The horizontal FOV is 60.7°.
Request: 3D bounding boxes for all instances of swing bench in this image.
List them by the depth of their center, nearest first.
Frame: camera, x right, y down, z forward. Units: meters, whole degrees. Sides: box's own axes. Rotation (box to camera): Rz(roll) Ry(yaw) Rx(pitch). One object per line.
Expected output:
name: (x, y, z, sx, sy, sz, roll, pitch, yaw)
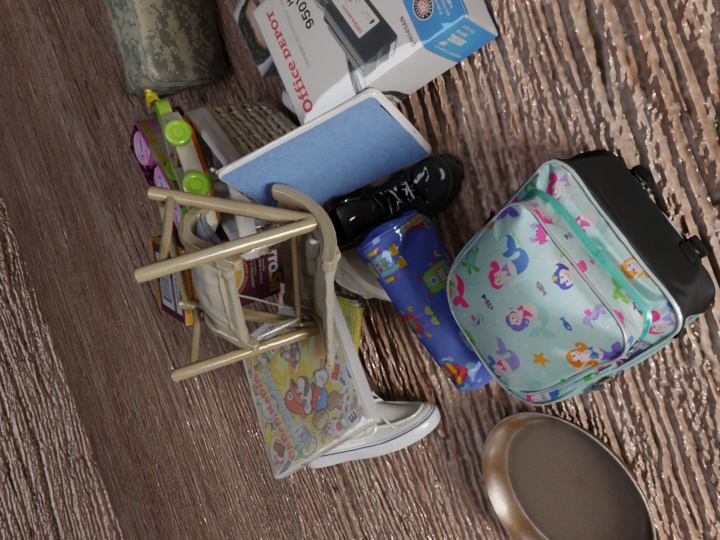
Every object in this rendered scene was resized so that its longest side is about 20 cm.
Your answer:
swing bench: (-0.125, 0.016, 0.690, 0.200, 0.199, 0.130, 94, 170, -48)

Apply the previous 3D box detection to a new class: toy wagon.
toy wagon: (-0.234, -0.146, 0.810, 0.201, 0.039, 0.155, 71, 161, 3)

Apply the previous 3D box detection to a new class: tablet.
tablet: (-0.037, -0.115, 0.653, 0.199, 0.130, 0.014, -21, 62, 26)

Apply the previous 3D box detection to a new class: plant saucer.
plant saucer: (0.217, 0.238, 0.648, 0.200, 0.032, 0.201, 25, 124, 43)

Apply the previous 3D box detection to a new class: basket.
basket: (-0.135, -0.129, 0.803, 0.200, 0.123, 0.136, 48, 150, 46)

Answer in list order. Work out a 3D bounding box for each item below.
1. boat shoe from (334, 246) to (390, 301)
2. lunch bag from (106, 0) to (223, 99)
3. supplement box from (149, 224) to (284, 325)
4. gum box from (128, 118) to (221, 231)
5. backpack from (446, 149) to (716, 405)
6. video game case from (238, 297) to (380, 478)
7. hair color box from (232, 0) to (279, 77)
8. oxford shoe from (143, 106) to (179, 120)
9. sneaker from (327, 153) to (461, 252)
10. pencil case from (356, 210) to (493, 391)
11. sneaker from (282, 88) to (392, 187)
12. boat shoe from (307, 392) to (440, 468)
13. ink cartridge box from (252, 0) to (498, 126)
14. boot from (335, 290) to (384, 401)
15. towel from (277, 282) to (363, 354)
boat shoe: (0.000, 0.000, 0.786, 0.199, 0.072, 0.069, 23, 144, 36)
lunch bag: (-0.314, -0.369, 0.946, 0.167, 0.139, 0.201, 2, 106, 49)
supplement box: (-0.192, -0.011, 0.901, 0.085, 0.199, 0.111, 21, 121, 43)
gum box: (-0.288, -0.158, 1.025, 0.201, 0.113, 0.066, 59, 140, 14)
backpack: (0.165, 0.020, 0.533, 0.178, 0.150, 0.200, 57, 145, 14)
video game case: (-0.076, 0.141, 0.804, 0.182, 0.023, 0.201, -37, 60, 28)
hair color box: (-0.075, -0.333, 0.735, 0.200, 0.060, 0.099, -34, 78, 52)
oxford shoe: (-0.384, -0.215, 1.148, 0.070, 0.075, 0.201, 47, 137, 26)
sneaker: (0.018, -0.065, 0.700, 0.200, 0.104, 0.060, -31, 81, 52)
pencil case: (0.084, 0.030, 0.648, 0.200, 0.087, 0.078, 53, 167, -6)
sneaker: (-0.031, -0.168, 0.746, 0.200, 0.074, 0.087, 40, 138, 34)
boat shoe: (-0.001, 0.189, 0.800, 0.201, 0.075, 0.087, -20, 103, 23)
ink cartridge box: (0.009, -0.243, 0.604, 0.199, 0.084, 0.145, -27, 83, 32)
boot: (-0.060, 0.136, 0.913, 0.186, 0.064, 0.201, -28, 86, 39)
towel: (-0.060, 0.114, 0.860, 0.143, 0.023, 0.201, 15, 108, 33)
